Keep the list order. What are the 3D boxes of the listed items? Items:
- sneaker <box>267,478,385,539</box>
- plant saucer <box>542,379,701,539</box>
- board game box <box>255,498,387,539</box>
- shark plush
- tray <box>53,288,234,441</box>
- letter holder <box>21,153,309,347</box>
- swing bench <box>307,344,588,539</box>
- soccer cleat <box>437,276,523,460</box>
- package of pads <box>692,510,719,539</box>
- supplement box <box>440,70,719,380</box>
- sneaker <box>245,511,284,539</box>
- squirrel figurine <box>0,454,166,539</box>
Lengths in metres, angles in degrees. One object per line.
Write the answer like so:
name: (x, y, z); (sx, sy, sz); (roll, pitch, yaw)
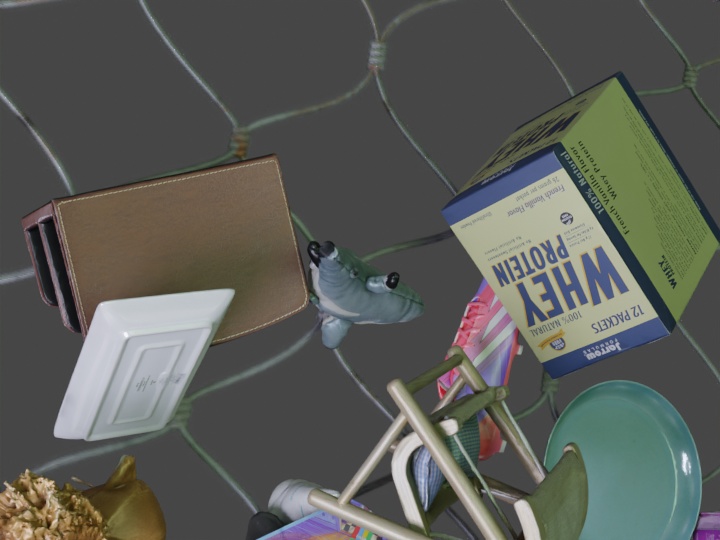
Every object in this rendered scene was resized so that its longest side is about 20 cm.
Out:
sneaker: (0.002, 0.264, 1.149); (0.200, 0.080, 0.070); (48, 62, -15)
plant saucer: (0.259, 0.211, 1.322); (0.199, 0.027, 0.201); (5, 80, -28)
board game box: (-0.035, 0.284, 1.063); (0.199, 0.039, 0.159); (-20, 99, -27)
shark plush: (0.000, 0.000, 1.141); (0.083, 0.200, 0.091); (6, 64, 16)
tray: (-0.170, 0.081, 1.024); (0.107, 0.200, 0.022); (-7, 58, -29)
letter holder: (-0.158, -0.003, 1.095); (0.199, 0.100, 0.143); (-15, 91, -29)
swing bench: (0.097, 0.183, 1.095); (0.200, 0.199, 0.130); (38, 106, 12)
soccer cleat: (0.110, 0.081, 1.246); (0.076, 0.067, 0.201); (13, 75, -11)
package of pads: (0.444, 0.310, 1.377); (0.199, 0.076, 0.121); (3, 79, -28)
supplement box: (0.214, -0.044, 1.241); (0.200, 0.134, 0.200); (55, 39, -9)
sneaker: (-0.096, 0.303, 1.097); (0.090, 0.076, 0.201); (7, 77, -20)
squirrel figurine: (-0.229, 0.215, 0.964); (0.186, 0.200, 0.142); (-19, 84, -17)
